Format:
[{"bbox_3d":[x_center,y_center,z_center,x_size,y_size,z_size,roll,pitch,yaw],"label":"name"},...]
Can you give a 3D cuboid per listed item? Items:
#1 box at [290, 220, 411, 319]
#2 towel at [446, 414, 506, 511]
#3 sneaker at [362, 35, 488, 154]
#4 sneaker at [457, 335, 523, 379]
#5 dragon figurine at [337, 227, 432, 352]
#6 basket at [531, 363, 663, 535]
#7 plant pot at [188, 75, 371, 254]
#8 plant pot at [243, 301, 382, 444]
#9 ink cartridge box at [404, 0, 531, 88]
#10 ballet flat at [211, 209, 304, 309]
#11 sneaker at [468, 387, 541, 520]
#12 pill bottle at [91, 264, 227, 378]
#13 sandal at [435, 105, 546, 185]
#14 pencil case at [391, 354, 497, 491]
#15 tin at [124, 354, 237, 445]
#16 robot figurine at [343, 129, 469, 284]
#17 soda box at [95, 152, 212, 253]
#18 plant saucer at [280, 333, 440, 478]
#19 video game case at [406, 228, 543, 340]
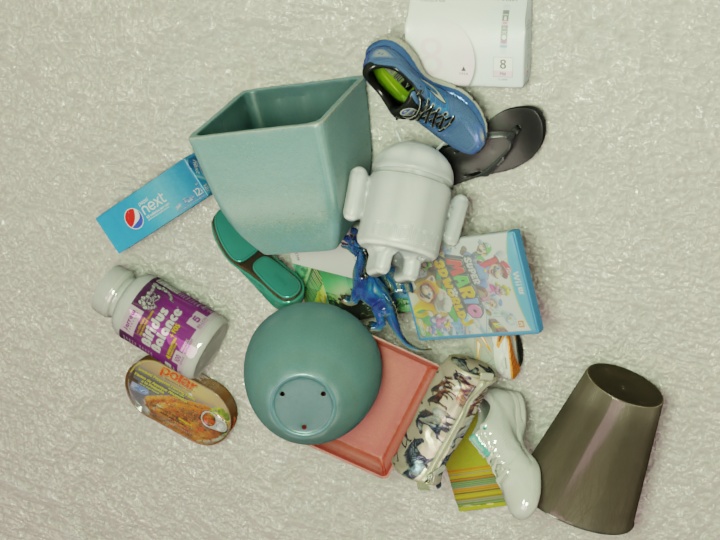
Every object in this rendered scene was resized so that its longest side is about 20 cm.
[{"bbox_3d":[0.000,0.000,1.594,0.199,0.036,0.145,-10,107,25],"label":"box"},{"bbox_3d":[0.168,0.276,1.655,0.086,0.018,0.201,-12,105,18],"label":"towel"},{"bbox_3d":[0.078,-0.214,1.403,0.200,0.089,0.079,37,131,-8],"label":"sneaker"},{"bbox_3d":[0.170,0.064,1.537,0.091,0.076,0.201,-2,109,26],"label":"sneaker"},{"bbox_3d":[0.033,0.031,1.526,0.200,0.059,0.100,47,133,16],"label":"dragon figurine"},{"bbox_3d":[0.337,0.245,1.516,0.179,0.136,0.201,20,113,5],"label":"basket"},{"bbox_3d":[-0.089,-0.134,1.490,0.195,0.196,0.201,-4,116,21],"label":"plant pot"},{"bbox_3d":[-0.072,0.159,1.486,0.199,0.135,0.201,1,106,3],"label":"plant pot"},{"bbox_3d":[0.139,-0.342,1.398,0.161,0.057,0.201,6,117,18],"label":"ink cartridge box"},{"bbox_3d":[-0.158,-0.008,1.625,0.200,0.067,0.071,46,157,22],"label":"ballet flat"},{"bbox_3d":[0.195,0.257,1.530,0.088,0.201,0.075,15,136,-26],"label":"sneaker"},{"bbox_3d":[-0.319,0.076,1.699,0.199,0.112,0.113,30,118,7],"label":"pill bottle"},{"bbox_3d":[0.164,-0.157,1.465,0.199,0.043,0.076,-26,100,27],"label":"sandal"},{"bbox_3d":[0.120,0.211,1.524,0.089,0.077,0.201,45,114,50],"label":"pencil case"},{"bbox_3d":[-0.296,0.212,1.789,0.199,0.042,0.112,28,122,8],"label":"tin"},{"bbox_3d":[0.061,-0.085,1.443,0.169,0.113,0.201,13,83,-15],"label":"robot figurine"},{"bbox_3d":[-0.306,-0.106,1.648,0.199,0.064,0.068,-29,99,27],"label":"soda box"},{"bbox_3d":[-0.009,0.179,1.576,0.199,0.037,0.200,25,107,-3],"label":"plant saucer"},{"bbox_3d":[0.147,0.023,1.484,0.199,0.018,0.144,-7,104,39],"label":"video game case"}]
